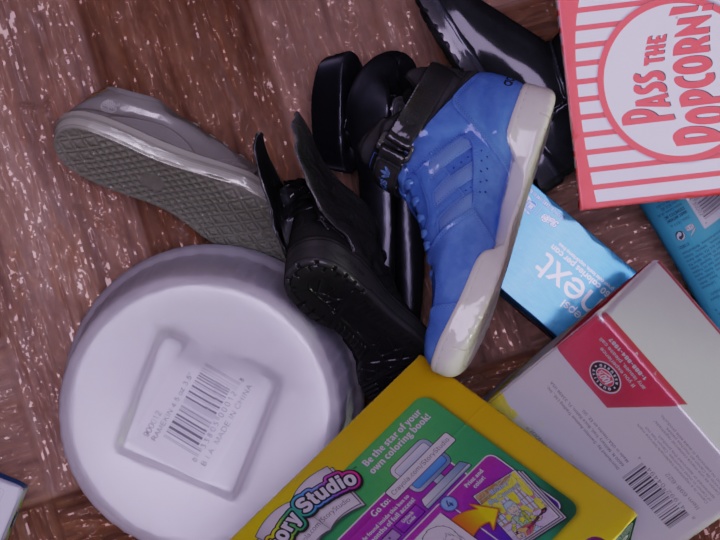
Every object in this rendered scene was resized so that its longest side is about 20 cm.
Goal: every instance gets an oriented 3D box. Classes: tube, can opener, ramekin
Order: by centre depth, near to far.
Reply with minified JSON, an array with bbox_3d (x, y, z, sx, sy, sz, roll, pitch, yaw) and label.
[{"bbox_3d":[-0.099,0.087,1.657,0.200,0.098,0.201,0,95,2],"label":"ramekin"},{"bbox_3d":[0.018,-0.046,1.701,0.063,0.078,0.201,-9,93,-40],"label":"can opener"},{"bbox_3d":[0.249,0.008,1.705,0.077,0.050,0.200,-33,96,-1],"label":"tube"}]

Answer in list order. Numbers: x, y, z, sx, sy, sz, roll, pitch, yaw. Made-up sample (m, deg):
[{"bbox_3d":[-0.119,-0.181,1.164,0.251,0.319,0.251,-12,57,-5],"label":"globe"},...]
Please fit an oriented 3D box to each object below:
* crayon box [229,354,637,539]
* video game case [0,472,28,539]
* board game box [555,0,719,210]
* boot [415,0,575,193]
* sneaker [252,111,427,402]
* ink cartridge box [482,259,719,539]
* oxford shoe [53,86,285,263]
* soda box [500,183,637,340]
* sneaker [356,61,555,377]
[{"bbox_3d":[0.037,0.172,1.547,0.172,0.058,0.200,35,57,21],"label":"crayon box"},{"bbox_3d":[-0.342,0.188,1.687,0.199,0.045,0.182,22,87,0],"label":"video game case"},{"bbox_3d":[0.228,-0.123,1.637,0.199,0.046,0.152,-7,92,5],"label":"board game box"},{"bbox_3d":[0.156,-0.172,1.694,0.200,0.066,0.165,-35,97,1],"label":"boot"},{"bbox_3d":[-0.003,0.001,1.638,0.060,0.104,0.200,-25,130,19],"label":"sneaker"},{"bbox_3d":[0.154,0.110,1.627,0.145,0.083,0.200,48,133,1],"label":"ink cartridge box"},{"bbox_3d":[-0.103,-0.064,1.690,0.200,0.075,0.058,26,49,-5],"label":"oxford shoe"},{"bbox_3d":[0.141,0.014,1.691,0.200,0.064,0.068,40,88,0],"label":"soda box"},{"bbox_3d":[0.044,-0.037,1.614,0.111,0.077,0.201,16,73,6],"label":"sneaker"}]
